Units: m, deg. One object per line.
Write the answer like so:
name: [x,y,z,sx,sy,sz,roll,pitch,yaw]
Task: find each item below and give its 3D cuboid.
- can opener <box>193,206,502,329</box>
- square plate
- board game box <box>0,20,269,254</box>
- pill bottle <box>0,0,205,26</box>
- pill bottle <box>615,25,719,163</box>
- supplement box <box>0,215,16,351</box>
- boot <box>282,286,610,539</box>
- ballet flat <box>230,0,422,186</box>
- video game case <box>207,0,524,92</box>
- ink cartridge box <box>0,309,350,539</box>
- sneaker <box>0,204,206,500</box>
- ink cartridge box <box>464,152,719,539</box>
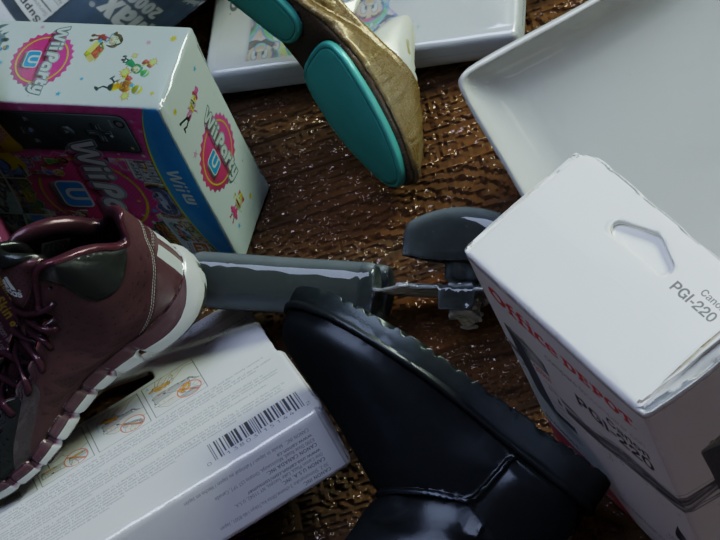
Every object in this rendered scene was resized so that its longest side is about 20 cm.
can opener: [0.000,0.000,1.475,0.200,0.053,0.067,-1,84,16]
square plate: [0.179,-0.071,1.407,0.200,0.198,0.028,-31,16,-4]
board game box: [-0.173,-0.077,1.547,0.200,0.148,0.064,3,55,23]
pill bottle: [-0.175,-0.179,1.626,0.200,0.120,0.120,-38,48,16]
pill bottle: [0.184,-0.113,1.469,0.200,0.104,0.104,-30,50,-4]
supplement box: [-0.283,0.041,1.510,0.200,0.131,0.103,-28,48,-3]
boot: [0.005,0.124,1.331,0.200,0.076,0.168,35,79,8]
ballet flat: [-0.015,-0.143,1.536,0.072,0.068,0.200,-40,86,-27]
video game case: [0.008,-0.199,1.642,0.200,0.024,0.182,-6,53,16]
ink cartridge box: [-0.120,0.109,1.455,0.200,0.045,0.176,-31,25,-4]
sneaker: [-0.188,0.036,1.434,0.200,0.116,0.076,-44,48,-2]
ink cartridge box: [0.147,0.057,1.292,0.085,0.200,0.146,-38,51,-10]
